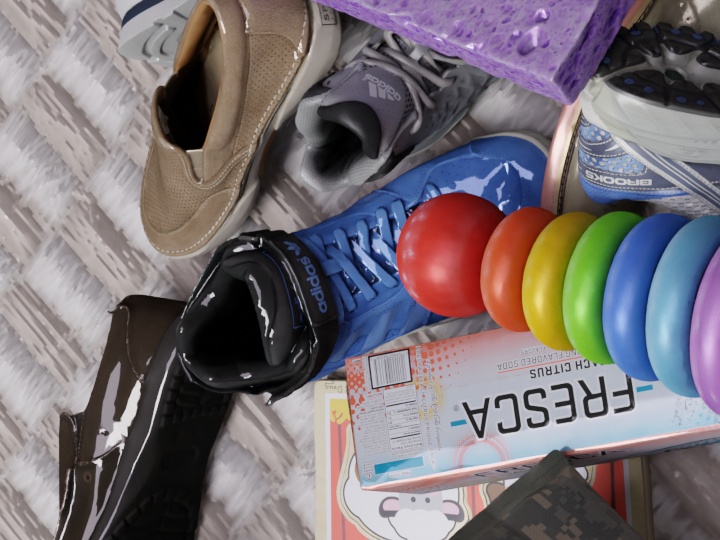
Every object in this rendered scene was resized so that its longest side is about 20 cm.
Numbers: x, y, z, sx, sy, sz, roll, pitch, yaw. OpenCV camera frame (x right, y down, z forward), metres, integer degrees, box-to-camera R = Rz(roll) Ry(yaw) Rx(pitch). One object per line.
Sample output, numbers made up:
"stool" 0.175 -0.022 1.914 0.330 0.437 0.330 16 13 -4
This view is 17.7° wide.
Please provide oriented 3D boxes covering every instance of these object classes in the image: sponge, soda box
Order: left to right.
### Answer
"sponge" 0.035 -0.153 0.982 0.200 0.030 0.112 26 84 35
"soda box" 0.096 0.055 1.033 0.200 0.068 0.064 -12 79 25

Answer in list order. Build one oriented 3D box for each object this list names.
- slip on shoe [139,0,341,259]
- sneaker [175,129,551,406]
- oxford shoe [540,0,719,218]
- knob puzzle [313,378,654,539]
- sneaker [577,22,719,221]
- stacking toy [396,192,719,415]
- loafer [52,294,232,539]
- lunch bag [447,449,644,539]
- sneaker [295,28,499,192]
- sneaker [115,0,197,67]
"slip on shoe" -0.075 -0.071 1.106 0.200 0.060 0.076 -48 60 50
"sneaker" 0.000 0.001 1.074 0.200 0.111 0.077 -28 82 29
"oxford shoe" 0.138 -0.079 1.012 0.074 0.071 0.200 28 111 18
"knob puzzle" 0.053 0.153 1.106 0.219 0.030 0.220 3 97 30
"sneaker" 0.184 -0.041 0.973 0.199 0.077 0.085 16 132 2
"stacking toy" 0.100 0.008 0.959 0.200 0.085 0.086 12 101 33
"loafer" -0.121 0.100 1.188 0.071 0.073 0.200 32 105 34
"lunch bag" 0.073 0.206 1.015 0.164 0.118 0.200 45 139 12
"sneaker" 0.036 -0.099 1.019 0.075 0.115 0.200 41 129 3
"sneaker" -0.045 -0.167 1.105 0.200 0.076 0.081 -20 64 34
